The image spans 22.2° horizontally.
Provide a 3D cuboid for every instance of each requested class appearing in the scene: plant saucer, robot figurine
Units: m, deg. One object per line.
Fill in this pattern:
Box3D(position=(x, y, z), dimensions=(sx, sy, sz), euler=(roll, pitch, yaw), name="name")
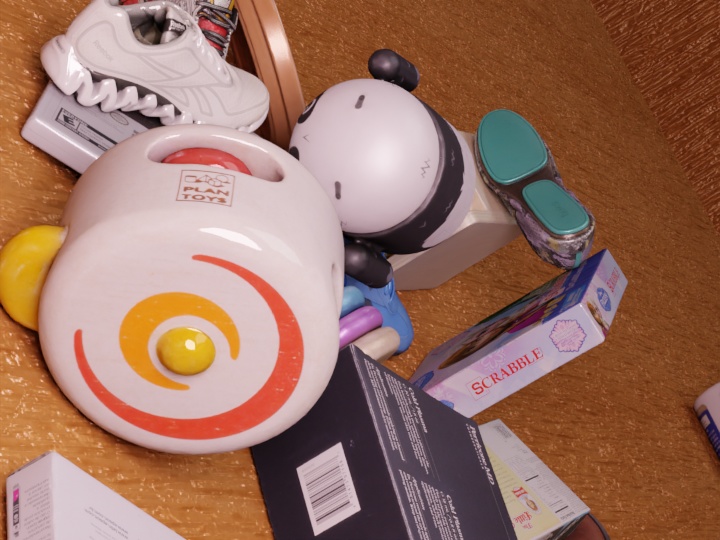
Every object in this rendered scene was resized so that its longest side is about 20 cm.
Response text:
Box3D(position=(-0.089, -0.190, 1.597), dimensions=(0.200, 0.032, 0.201), euler=(163, -90, -83), name="plant saucer")
Box3D(position=(0.018, -0.080, 1.446), dimensions=(0.150, 0.125, 0.200), euler=(60, 12, 16), name="robot figurine")

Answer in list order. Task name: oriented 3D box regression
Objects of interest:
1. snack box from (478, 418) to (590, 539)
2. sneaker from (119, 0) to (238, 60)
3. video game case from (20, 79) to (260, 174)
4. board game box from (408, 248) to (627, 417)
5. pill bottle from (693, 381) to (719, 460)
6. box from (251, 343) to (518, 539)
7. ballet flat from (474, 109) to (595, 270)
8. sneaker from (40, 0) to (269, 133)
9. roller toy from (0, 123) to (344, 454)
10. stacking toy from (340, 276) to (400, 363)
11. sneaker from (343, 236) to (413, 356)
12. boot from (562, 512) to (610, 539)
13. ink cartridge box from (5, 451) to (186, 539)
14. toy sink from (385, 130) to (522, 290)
Box3D(position=(0.106, 0.188, 1.523), dimensions=(0.116, 0.037, 0.200), euler=(45, 22, 18), name="snack box")
Box3D(position=(-0.140, -0.196, 1.495), dimensions=(0.078, 0.082, 0.200), euler=(36, 25, -47), name="sneaker")
Box3D(position=(-0.141, -0.088, 1.346), dimensions=(0.200, 0.023, 0.182), euler=(32, 26, -13), name="video game case")
Box3D(position=(0.130, 0.067, 1.598), dimensions=(0.041, 0.199, 0.200), euler=(57, 18, -4), name="board game box")
Box3D(position=(0.545, 0.242, 2.477), dimensions=(0.120, 0.120, 0.200), euler=(19, 43, -61), name="pill bottle")
Box3D(position=(0.027, 0.185, 1.307), dimensions=(0.182, 0.104, 0.200), euler=(34, 31, -48), name="box")
Box3D(position=(0.157, -0.068, 1.689), dimensions=(0.072, 0.072, 0.200), euler=(40, 15, -42), name="ballet flat")
Box3D(position=(-0.134, -0.150, 1.340), dimensions=(0.200, 0.081, 0.075), euler=(11, 35, -48), name="sneaker")
Box3D(position=(-0.103, 0.014, 1.127), dimensions=(0.200, 0.182, 0.140), euler=(49, 22, -26), name="roller toy")
Box3D(position=(-0.055, -0.002, 1.438), dimensions=(0.200, 0.085, 0.085), euler=(57, 19, 7), name="stacking toy")
Box3D(position=(0.000, 0.000, 1.568), dimensions=(0.200, 0.078, 0.066), euler=(46, 20, -35), name="sneaker")
Box3D(position=(0.136, 0.242, 1.597), dimensions=(0.200, 0.068, 0.188), euler=(31, 34, -33), name="boot")
Box3D(position=(-0.114, 0.224, 0.997), dimensions=(0.196, 0.043, 0.200), euler=(43, 26, -40), name="ink cartridge box")
Box3D(position=(0.061, -0.060, 1.730), dimensions=(0.112, 0.130, 0.200), euler=(61, 20, 10), name="toy sink")
